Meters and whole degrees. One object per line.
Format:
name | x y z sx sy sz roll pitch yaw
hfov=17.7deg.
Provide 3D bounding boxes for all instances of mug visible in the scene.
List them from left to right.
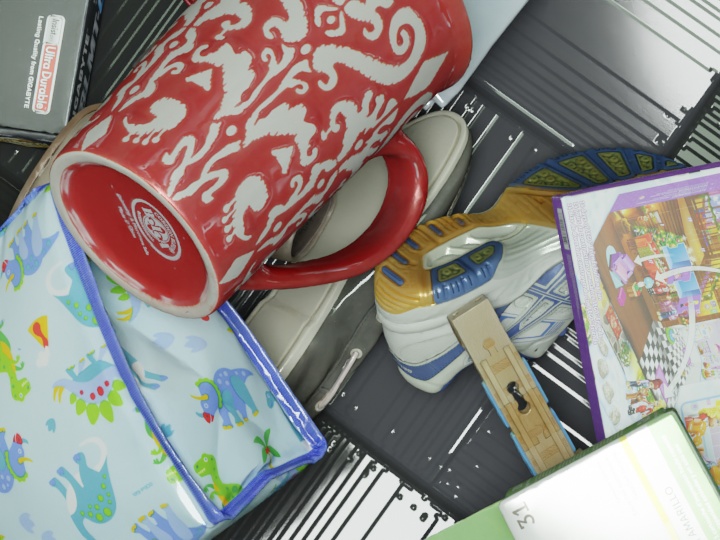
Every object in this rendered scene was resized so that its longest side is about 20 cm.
mug | -0.038 -0.066 1.167 0.178 0.133 0.200 47 60 -8

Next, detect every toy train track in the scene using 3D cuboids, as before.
toy train track | 0.101 0.099 1.257 0.114 0.033 0.201 -32 110 -5

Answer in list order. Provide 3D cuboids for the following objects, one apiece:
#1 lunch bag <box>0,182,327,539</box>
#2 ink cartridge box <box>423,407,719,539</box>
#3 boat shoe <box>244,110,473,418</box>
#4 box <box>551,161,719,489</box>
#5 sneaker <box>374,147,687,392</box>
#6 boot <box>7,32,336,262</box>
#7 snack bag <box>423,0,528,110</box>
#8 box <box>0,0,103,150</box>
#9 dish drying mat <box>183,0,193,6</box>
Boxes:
lunch bag | -0.143 0.067 1.232 0.170 0.127 0.201 -39 85 37
ink cartridge box | 0.106 0.179 1.185 0.199 0.048 0.146 -28 87 8
boat shoe | 0.000 0.000 1.298 0.200 0.057 0.067 -52 47 -6
box | 0.186 0.046 1.221 0.136 0.039 0.202 -11 93 -3
sneaker | 0.099 -0.001 1.283 0.199 0.089 0.075 -20 39 -14
boot | -0.092 -0.044 1.284 0.146 0.070 0.201 30 77 22
snack bag | 0.028 -0.215 1.294 0.188 0.021 0.200 37 71 5
box | -0.244 -0.180 1.336 0.197 0.050 0.202 9 85 6
dish drying mat | -0.008 -0.196 1.303 0.077 0.018 0.200 42 71 7
